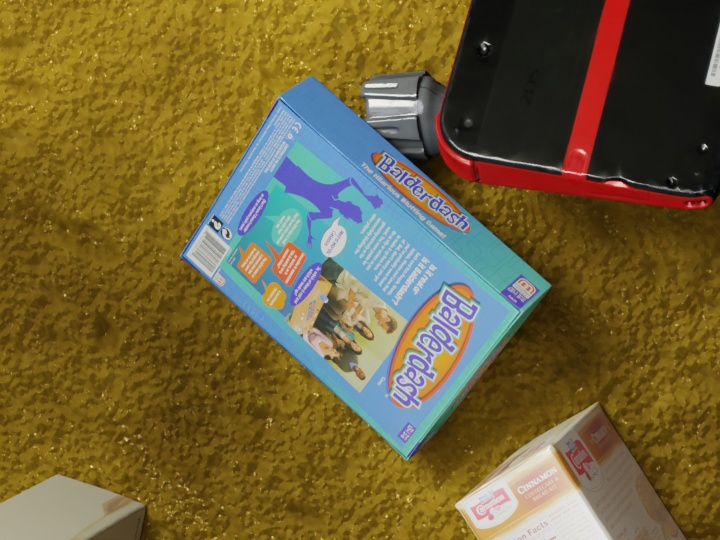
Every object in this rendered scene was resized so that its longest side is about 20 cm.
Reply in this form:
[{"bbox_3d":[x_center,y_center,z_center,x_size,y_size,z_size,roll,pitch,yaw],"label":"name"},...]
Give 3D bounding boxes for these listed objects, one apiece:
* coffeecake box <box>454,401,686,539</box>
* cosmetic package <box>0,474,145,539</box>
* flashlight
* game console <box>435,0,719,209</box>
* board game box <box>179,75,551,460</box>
[{"bbox_3d":[0.155,0.191,1.363,0.073,0.154,0.200,-34,86,17],"label":"coffeecake box"},{"bbox_3d":[-0.214,0.206,1.452,0.071,0.200,0.105,17,102,13],"label":"cosmetic package"},{"bbox_3d":[0.100,-0.100,1.389,0.200,0.068,0.068,1,98,16],"label":"flashlight"},{"bbox_3d":[0.145,-0.137,1.343,0.177,0.031,0.200,10,71,18],"label":"game console"},{"bbox_3d":[0.000,0.000,1.417,0.200,0.045,0.152,42,129,8],"label":"board game box"}]
